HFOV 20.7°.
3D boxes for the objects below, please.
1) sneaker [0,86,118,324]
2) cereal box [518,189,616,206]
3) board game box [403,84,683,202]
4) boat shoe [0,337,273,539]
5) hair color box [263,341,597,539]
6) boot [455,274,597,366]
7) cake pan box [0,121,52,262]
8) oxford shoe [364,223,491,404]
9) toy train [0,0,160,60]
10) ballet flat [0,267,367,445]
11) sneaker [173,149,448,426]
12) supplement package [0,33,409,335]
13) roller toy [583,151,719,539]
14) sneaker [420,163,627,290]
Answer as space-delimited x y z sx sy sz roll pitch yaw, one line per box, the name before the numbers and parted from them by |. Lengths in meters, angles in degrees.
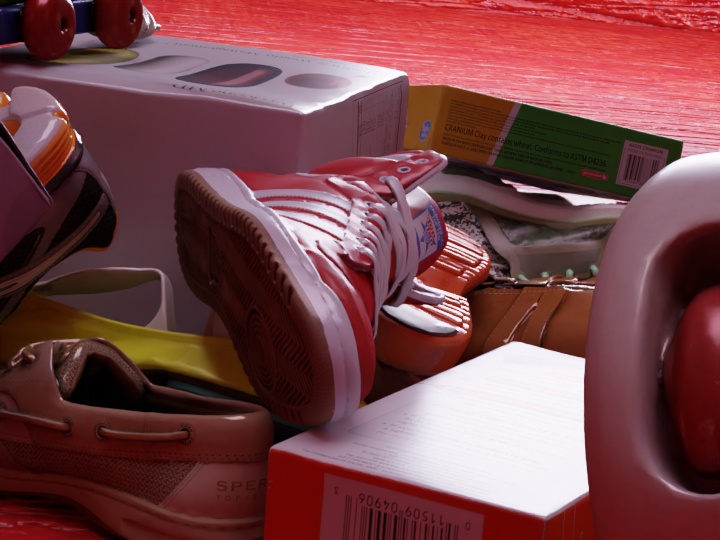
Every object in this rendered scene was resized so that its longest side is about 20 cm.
sneaker | -0.191 0.005 0.845 0.200 0.077 0.078 -30 46 11
cereal box | 0.068 -0.028 1.276 0.200 0.040 0.144 6 13 4
board game box | 0.089 -0.079 1.220 0.153 0.040 0.200 12 2 -15
boat shoe | -0.110 0.057 0.786 0.200 0.065 0.071 15 16 34
hair color box | 0.061 0.084 0.752 0.111 0.064 0.200 11 16 29
boot | 0.109 0.040 0.938 0.155 0.077 0.200 5 19 19
cake pan box | -0.240 0.002 0.772 0.200 0.052 0.184 17 61 43
oxford shoe | 0.015 0.021 0.945 0.071 0.073 0.200 23 20 1
toy train | -0.148 -0.170 0.980 0.085 0.116 0.200 7 13 19
ballet flat | -0.079 0.035 0.861 0.200 0.067 0.067 8 -18 17
sneaker | 0.000 0.000 0.785 0.112 0.071 0.200 -5 22 -17
supplement package | -0.095 -0.033 0.994 0.191 0.147 0.200 9 13 13
roller toy | 0.165 0.049 0.634 0.140 0.183 0.200 -5 26 31
sneaker | 0.105 0.007 1.138 0.200 0.077 0.089 14 47 22
